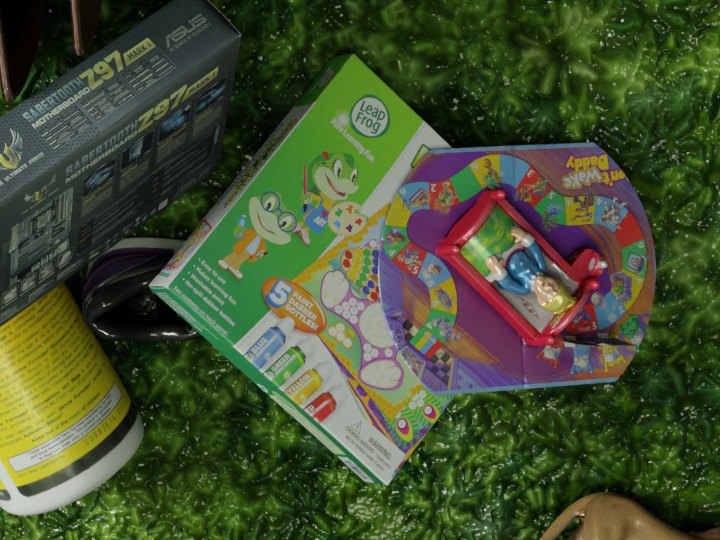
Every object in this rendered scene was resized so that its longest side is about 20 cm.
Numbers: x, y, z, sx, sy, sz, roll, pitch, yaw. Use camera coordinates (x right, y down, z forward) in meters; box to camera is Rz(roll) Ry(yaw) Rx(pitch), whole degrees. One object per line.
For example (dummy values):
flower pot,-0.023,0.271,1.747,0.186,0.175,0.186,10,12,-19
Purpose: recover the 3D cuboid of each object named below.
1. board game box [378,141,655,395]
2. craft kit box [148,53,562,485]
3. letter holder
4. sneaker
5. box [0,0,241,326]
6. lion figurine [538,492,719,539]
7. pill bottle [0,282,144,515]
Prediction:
board game box,0.110,-0.002,1.688,0.199,0.039,0.159,-3,91,-22
craft kit box,0.000,0.000,1.691,0.200,0.048,0.198,42,73,-16
letter holder,-0.207,-0.162,1.586,0.100,0.200,0.143,-4,112,1
sneaker,-0.083,0.016,1.718,0.198,0.088,0.076,-10,111,3
box,-0.166,-0.066,1.608,0.200,0.158,0.051,-38,73,-25
lion figurine,0.205,0.200,1.801,0.199,0.072,0.123,29,75,-4
pill bottle,-0.233,0.050,1.717,0.112,0.113,0.201,-24,110,9
